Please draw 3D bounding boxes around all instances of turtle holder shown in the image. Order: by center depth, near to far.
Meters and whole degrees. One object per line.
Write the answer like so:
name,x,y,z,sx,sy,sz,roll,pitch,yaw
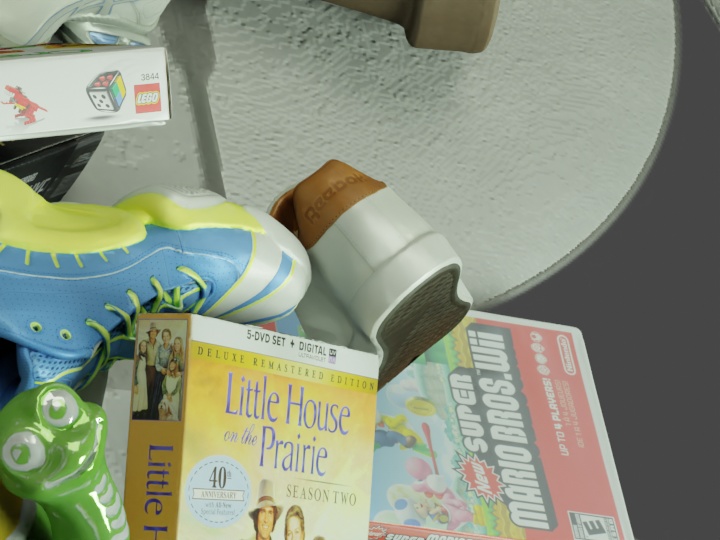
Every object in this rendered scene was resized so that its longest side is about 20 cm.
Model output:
turtle holder,-0.178,0.110,1.075,0.141,0.185,0.132,-45,114,-31

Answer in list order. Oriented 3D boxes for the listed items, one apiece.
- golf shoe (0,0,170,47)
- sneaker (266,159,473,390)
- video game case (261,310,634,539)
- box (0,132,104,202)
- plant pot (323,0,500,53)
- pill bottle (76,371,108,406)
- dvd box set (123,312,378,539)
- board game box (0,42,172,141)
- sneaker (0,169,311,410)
golf shoe,-0.146,-0.153,1.378,0.078,0.097,0.200,42,17,15
sneaker,0.000,0.000,1.268,0.073,0.200,0.085,-39,78,-14
video game case,0.028,0.071,1.370,0.199,0.017,0.144,9,46,-22
box,-0.234,-0.095,1.324,0.200,0.050,0.158,40,23,11
plant pot,-0.012,-0.221,1.528,0.173,0.201,0.201,5,45,-3
pill bottle,-0.211,0.032,1.195,0.199,0.114,0.115,13,44,-18
dvd box set,-0.044,0.124,1.138,0.146,0.029,0.201,17,75,-59
board game box,-0.192,-0.068,1.168,0.199,0.126,0.035,-8,98,-28
sneaker,-0.109,0.020,1.138,0.199,0.076,0.106,8,51,-23
